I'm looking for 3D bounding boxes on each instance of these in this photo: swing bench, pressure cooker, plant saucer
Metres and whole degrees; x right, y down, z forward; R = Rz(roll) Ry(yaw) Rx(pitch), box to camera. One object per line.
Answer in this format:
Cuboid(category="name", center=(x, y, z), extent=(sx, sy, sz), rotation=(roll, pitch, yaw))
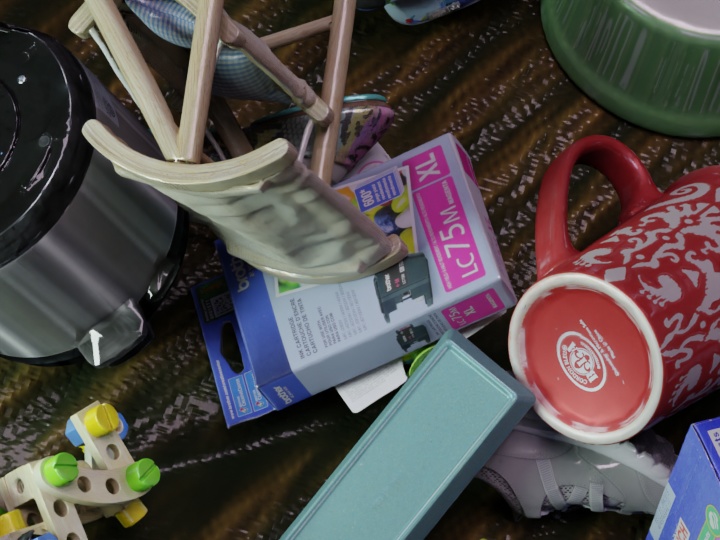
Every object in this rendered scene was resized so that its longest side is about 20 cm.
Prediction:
Cuboid(category="swing bench", center=(-0.077, -0.102, 1.636), extent=(0.129, 0.199, 0.200), rotation=(-16, 68, 15))
Cuboid(category="pressure cooker", center=(-0.200, -0.036, 1.677), extent=(0.178, 0.200, 0.176), rotation=(4, 69, 26))
Cuboid(category="plant saucer", center=(0.016, 0.131, 1.649), extent=(0.070, 0.019, 0.200), rotation=(39, 92, 16))

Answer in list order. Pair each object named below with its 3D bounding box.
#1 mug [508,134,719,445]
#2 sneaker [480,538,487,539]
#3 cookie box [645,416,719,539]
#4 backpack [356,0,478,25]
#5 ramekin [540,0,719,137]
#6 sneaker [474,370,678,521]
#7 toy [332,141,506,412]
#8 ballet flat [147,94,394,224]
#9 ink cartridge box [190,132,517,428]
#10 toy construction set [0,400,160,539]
Cuboid(category="mug", center=(0.169, 0.016, 1.707), extent=(0.177, 0.134, 0.200), rotation=(27, 31, 25))
Cuboid(category="sneaker", center=(0.010, 0.228, 1.606), extent=(0.072, 0.083, 0.200), rotation=(34, 58, 13))
Cuboid(category="cookie box", center=(0.281, 0.143, 1.658), extent=(0.200, 0.171, 0.075), rotation=(-13, 57, -17))
Cuboid(category="backpack", center=(0.063, -0.280, 1.886), extent=(0.200, 0.147, 0.183), rotation=(-22, 54, 8))
Cuboid(category="ramekin", center=(0.231, -0.200, 1.913), extent=(0.199, 0.098, 0.200), rotation=(5, 57, -7))
Cuboid(category="sneaker", center=(0.123, 0.122, 1.714), extent=(0.200, 0.082, 0.075), rotation=(23, 15, -9))
Cuboid(category="toy", center=(0.000, 0.000, 1.764), extent=(0.115, 0.047, 0.200), rotation=(-34, 52, -4))
Cuboid(category="ballet flat", center=(-0.072, -0.064, 1.769), extent=(0.200, 0.069, 0.071), rotation=(-7, 72, 16))
Cuboid(category="ink cartridge box", center=(-0.012, 0.007, 1.711), extent=(0.200, 0.042, 0.120), rotation=(-26, 54, 11))
Cuboid(category="toy construction set", center=(-0.147, 0.178, 1.614), extent=(0.131, 0.092, 0.200), rotation=(-15, 66, -48))
